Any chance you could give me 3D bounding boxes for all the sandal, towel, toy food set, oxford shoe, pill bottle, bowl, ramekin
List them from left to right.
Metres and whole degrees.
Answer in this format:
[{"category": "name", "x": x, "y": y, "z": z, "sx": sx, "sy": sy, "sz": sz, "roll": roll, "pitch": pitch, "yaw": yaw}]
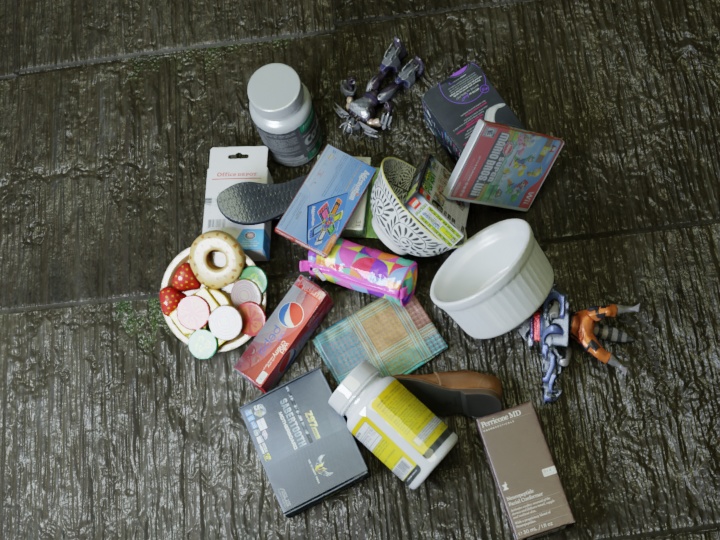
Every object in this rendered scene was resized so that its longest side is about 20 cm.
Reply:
[{"category": "toy food set", "x": -0.255, "y": 0.048, "z": 1.684, "sx": 0.199, "sy": 0.049, "sz": 0.199, "roll": -39, "pitch": 90, "yaw": 8}, {"category": "sandal", "x": -0.156, "y": -0.120, "z": 1.704, "sx": 0.198, "sy": 0.043, "sz": 0.077, "roll": -9, "pitch": 77, "yaw": -19}, {"category": "pill bottle", "x": -0.137, "y": -0.279, "z": 1.735, "sx": 0.112, "sy": 0.200, "sz": 0.114, "roll": -2, "pitch": 71, "yaw": 6}, {"category": "towel", "x": 0.033, "y": 0.127, "z": 1.667, "sx": 0.199, "sy": 0.022, "sz": 0.147, "roll": -31, "pitch": 70, "yaw": -4}, {"category": "pill bottle", "x": 0.051, "y": 0.246, "z": 1.561, "sx": 0.200, "sy": 0.114, "sz": 0.114, "roll": 42, "pitch": 80, "yaw": 10}, {"category": "bowl", "x": 0.082, "y": -0.089, "z": 1.662, "sx": 0.094, "sy": 0.200, "sz": 0.202, "roll": -44, "pitch": 68, "yaw": 25}, {"category": "oxford shoe", "x": 0.140, "y": 0.197, "z": 1.615, "sx": 0.198, "sy": 0.072, "sz": 0.072, "roll": 6, "pitch": 39, "yaw": 10}, {"category": "ramekin", "x": 0.221, "y": 0.018, "z": 1.590, "sx": 0.200, "sy": 0.200, "sz": 0.098, "roll": -44, "pitch": 110, "yaw": -8}]

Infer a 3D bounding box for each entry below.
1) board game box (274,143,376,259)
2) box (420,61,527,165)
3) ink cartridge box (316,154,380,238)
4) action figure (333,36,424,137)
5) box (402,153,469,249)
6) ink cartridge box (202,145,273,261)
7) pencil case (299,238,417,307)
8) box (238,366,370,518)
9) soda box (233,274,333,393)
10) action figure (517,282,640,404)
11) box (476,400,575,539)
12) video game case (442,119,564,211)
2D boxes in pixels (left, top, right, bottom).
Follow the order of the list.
[{"category": "board game box", "x": -0.058, "y": -0.123, "z": 1.688, "sx": 0.102, "sy": 0.019, "sz": 0.201, "roll": 27, "pitch": 62, "yaw": 5}, {"category": "box", "x": 0.211, "y": -0.249, "z": 1.729, "sx": 0.122, "sy": 0.106, "sz": 0.201, "roll": -32, "pitch": 70, "yaw": -3}, {"category": "ink cartridge box", "x": 0.013, "y": -0.131, "z": 1.747, "sx": 0.198, "sy": 0.048, "sz": 0.147, "roll": 3, "pitch": 71, "yaw": 11}, {"category": "action figure", "x": 0.029, "y": -0.332, "z": 1.805, "sx": 0.130, "sy": 0.069, "sz": 0.200, "roll": 39, "pitch": 82, "yaw": 13}, {"category": "box", "x": 0.134, "y": -0.122, "z": 1.640, "sx": 0.110, "sy": 0.200, "sz": 0.035, "roll": 42, "pitch": 115, "yaw": -9}, {"category": "ink cartridge box", "x": -0.221, "y": -0.121, "z": 1.761, "sx": 0.115, "sy": 0.068, "sz": 0.202, "roll": 0, "pitch": 71, "yaw": 6}, {"category": "pencil case", "x": 0.000, "y": 0.000, "z": 1.674, "sx": 0.198, "sy": 0.088, "sz": 0.089, "roll": 14, "pitch": 73, "yaw": 19}, {"category": "box", "x": -0.093, "y": 0.286, "z": 1.611, "sx": 0.156, "sy": 0.051, "sz": 0.201, "roll": -25, "pitch": 69, "yaw": -3}, {"category": "soda box", "x": -0.130, "y": 0.112, "z": 1.666, "sx": 0.063, "sy": 0.070, "sz": 0.201, "roll": 32, "pitch": 78, "yaw": 17}, {"category": "action figure", "x": 0.354, "y": 0.123, "z": 1.608, "sx": 0.191, "sy": 0.104, "sz": 0.202, "roll": 11, "pitch": 99, "yaw": 18}, {"category": "box", "x": 0.262, "y": 0.323, "z": 1.542, "sx": 0.099, "sy": 0.075, "sz": 0.202, "roll": -19, "pitch": 68, "yaw": 1}, {"category": "video game case", "x": 0.244, "y": -0.174, "z": 1.635, "sx": 0.017, "sy": 0.198, "sz": 0.144, "roll": 50, "pitch": 124, "yaw": 42}]
